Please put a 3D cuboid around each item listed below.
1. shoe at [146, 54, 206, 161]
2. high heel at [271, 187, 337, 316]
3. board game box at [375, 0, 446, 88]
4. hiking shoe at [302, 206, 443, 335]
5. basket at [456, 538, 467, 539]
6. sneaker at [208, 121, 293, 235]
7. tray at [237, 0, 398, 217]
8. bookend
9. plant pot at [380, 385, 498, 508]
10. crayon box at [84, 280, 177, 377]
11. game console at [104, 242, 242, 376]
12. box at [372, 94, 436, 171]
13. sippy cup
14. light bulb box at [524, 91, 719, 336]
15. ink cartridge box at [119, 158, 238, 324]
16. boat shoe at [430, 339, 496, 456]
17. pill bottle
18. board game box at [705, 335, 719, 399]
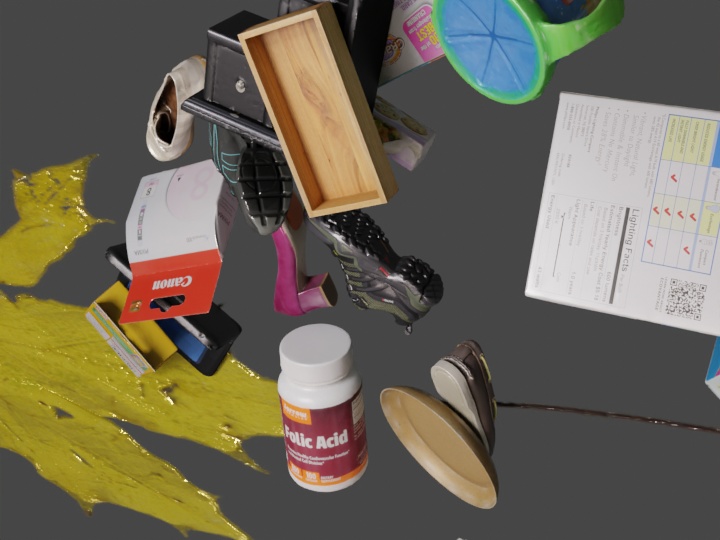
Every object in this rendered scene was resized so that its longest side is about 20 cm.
[{"bbox_3d":[-0.236,-0.195,1.285,0.070,0.053,0.200,50,144,6],"label":"shoe"},{"bbox_3d":[-0.105,-0.030,1.321,0.095,0.068,0.202,-10,123,28],"label":"high heel"},{"bbox_3d":[0.014,-0.305,1.099,0.152,0.040,0.202,-18,107,37],"label":"board game box"},{"bbox_3d":[0.000,0.000,1.266,0.199,0.076,0.101,39,127,4],"label":"hiking shoe"},{"bbox_3d":[0.188,0.499,1.379,0.197,0.199,0.163,8,126,25],"label":"basket"},{"bbox_3d":[-0.136,-0.130,1.245,0.079,0.074,0.203,-39,60,51],"label":"sneaker"},{"bbox_3d":[-0.041,-0.158,1.048,0.097,0.037,0.203,-8,113,33],"label":"tray"},{"bbox_3d":[-0.079,-0.240,1.106,0.197,0.092,0.202,25,127,16],"label":"bookend"},{"bbox_3d":[0.105,0.218,1.320,0.200,0.027,0.201,42,158,20],"label":"plant pot"},{"bbox_3d":[-0.324,0.085,1.465,0.126,0.051,0.200,50,162,-7],"label":"crayon box"},{"bbox_3d":[-0.277,0.064,1.448,0.199,0.176,0.117,40,102,3],"label":"game console"},{"bbox_3d":[-0.008,-0.187,1.183,0.199,0.041,0.039,35,129,9],"label":"box"},{"bbox_3d":[0.158,-0.249,0.975,0.177,0.130,0.140,41,156,16],"label":"sippy cup"},{"bbox_3d":[0.281,-0.053,0.992,0.197,0.124,0.202,12,96,24],"label":"light bulb box"},{"bbox_3d":[-0.235,-0.040,1.310,0.161,0.202,0.057,-9,142,33],"label":"ink cartridge box"},{"bbox_3d":[0.139,0.167,1.285,0.071,0.059,0.202,27,150,39],"label":"boat shoe"},{"bbox_3d":[-0.050,0.181,1.379,0.113,0.114,0.203,10,123,25],"label":"pill bottle"},{"bbox_3d":[0.437,0.045,0.989,0.064,0.148,0.200,45,130,-5],"label":"board game box"}]
